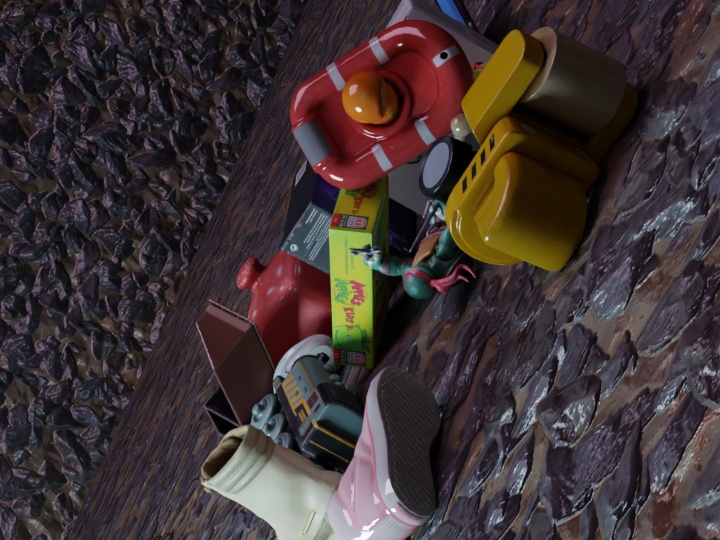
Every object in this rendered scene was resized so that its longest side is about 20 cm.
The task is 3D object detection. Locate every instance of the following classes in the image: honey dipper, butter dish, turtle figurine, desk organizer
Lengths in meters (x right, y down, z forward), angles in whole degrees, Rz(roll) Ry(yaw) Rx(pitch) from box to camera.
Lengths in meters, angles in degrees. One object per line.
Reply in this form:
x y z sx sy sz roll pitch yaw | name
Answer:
0.101 -0.123 1.663 0.200 0.038 0.038 83 -149 -74 | honey dipper
-0.087 0.033 2.005 0.200 0.148 0.200 -53 14 35 | butter dish
0.070 -0.027 1.591 0.150 0.101 0.200 -30 12 36 | turtle figurine
-0.150 0.132 1.902 0.077 0.072 0.200 -51 -32 -23 | desk organizer

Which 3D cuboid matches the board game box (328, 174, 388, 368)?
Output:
0.000 0.000 1.732 0.102 0.048 0.200 -75 -12 -46 | board game box

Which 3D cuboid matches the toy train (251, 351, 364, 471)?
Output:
-0.053 0.162 1.715 0.114 0.085 0.200 -54 21 8 | toy train

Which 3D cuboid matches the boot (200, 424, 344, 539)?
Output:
-0.088 0.225 1.548 0.200 0.155 0.073 -45 21 56 | boot

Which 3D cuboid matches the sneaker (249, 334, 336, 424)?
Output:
-0.074 0.172 1.876 0.100 0.075 0.200 23 82 55 | sneaker

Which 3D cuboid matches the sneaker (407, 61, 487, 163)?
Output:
0.111 -0.196 1.698 0.200 0.090 0.078 -29 13 8 | sneaker

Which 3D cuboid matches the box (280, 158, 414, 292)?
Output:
-0.011 -0.065 1.919 0.079 0.141 0.200 -54 14 24 | box

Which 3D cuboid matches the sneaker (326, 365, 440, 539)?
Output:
0.015 0.175 1.418 0.105 0.075 0.200 -49 20 29 | sneaker

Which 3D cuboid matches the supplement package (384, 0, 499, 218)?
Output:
0.071 -0.184 1.799 0.200 0.156 0.111 -59 10 15 | supplement package

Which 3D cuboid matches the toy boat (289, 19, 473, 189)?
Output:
0.018 -0.174 1.621 0.200 0.131 0.131 -32 -6 11 | toy boat

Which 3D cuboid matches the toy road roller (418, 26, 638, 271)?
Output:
0.152 -0.091 1.355 0.200 0.123 0.146 -57 27 24 | toy road roller

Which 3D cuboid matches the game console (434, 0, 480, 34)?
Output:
0.095 -0.277 1.998 0.173 0.119 0.200 -60 11 8 | game console
